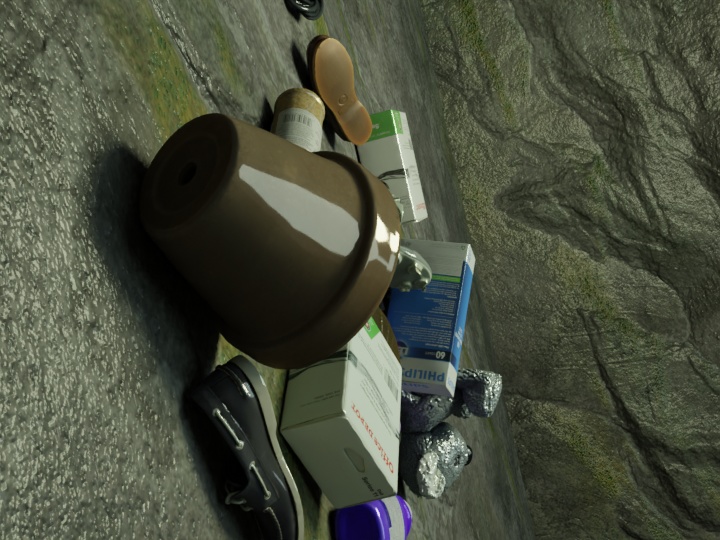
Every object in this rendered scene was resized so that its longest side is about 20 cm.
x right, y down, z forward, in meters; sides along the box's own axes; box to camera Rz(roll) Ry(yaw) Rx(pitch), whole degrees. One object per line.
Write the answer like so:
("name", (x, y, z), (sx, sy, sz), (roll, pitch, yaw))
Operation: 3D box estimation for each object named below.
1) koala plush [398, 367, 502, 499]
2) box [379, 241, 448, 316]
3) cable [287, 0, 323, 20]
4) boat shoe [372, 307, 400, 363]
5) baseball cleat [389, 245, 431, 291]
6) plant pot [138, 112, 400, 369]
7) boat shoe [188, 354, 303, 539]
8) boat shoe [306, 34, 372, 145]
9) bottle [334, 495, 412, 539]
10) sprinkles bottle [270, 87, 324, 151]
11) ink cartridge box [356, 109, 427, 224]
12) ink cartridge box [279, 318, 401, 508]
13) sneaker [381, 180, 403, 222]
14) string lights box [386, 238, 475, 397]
("koala plush", (0.107, 0.251, 1.432), (0.177, 0.180, 0.204), (129, -32, -79))
("box", (0.079, 0.048, 1.457), (0.200, 0.146, 0.127), (-47, 123, -73))
("cable", (-0.102, -0.479, 1.392), (0.165, 0.050, 0.202), (-79, 157, -48))
("boat shoe", (-0.011, 0.067, 1.187), (0.201, 0.064, 0.074), (59, 25, -30))
("baseball cleat", (0.009, -0.042, 1.231), (0.198, 0.070, 0.108), (22, 40, -28))
("plant pot", (-0.089, -0.042, 0.794), (0.174, 0.198, 0.203), (38, 39, -44))
("boat shoe", (-0.102, 0.175, 0.818), (0.062, 0.072, 0.203), (-27, 117, -32))
("boat shoe", (-0.044, -0.277, 1.424), (0.070, 0.070, 0.201), (39, -19, 40))
("bottle", (0.023, 0.316, 1.162), (0.200, 0.064, 0.085), (27, 53, -74))
("sprinkles bottle", (-0.080, -0.139, 1.117), (0.202, 0.067, 0.069), (-87, 160, -48))
("ink cartridge box", (0.056, -0.183, 1.701), (0.146, 0.083, 0.204), (-26, 104, -76))
("ink cartridge box", (-0.017, 0.147, 1.074), (0.202, 0.082, 0.148), (-84, 151, -52))
("sneaker", (0.001, -0.105, 1.439), (0.200, 0.087, 0.076), (-141, -119, -74))
("string lights box", (0.091, 0.063, 1.283), (0.059, 0.101, 0.204), (53, 46, -64))
